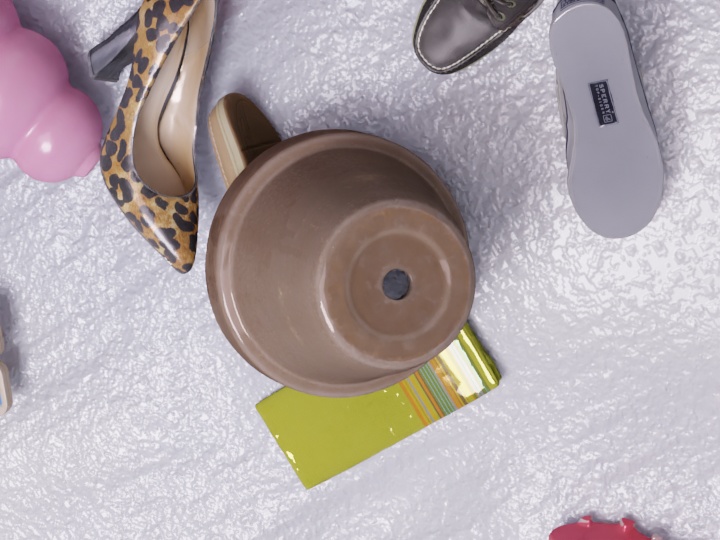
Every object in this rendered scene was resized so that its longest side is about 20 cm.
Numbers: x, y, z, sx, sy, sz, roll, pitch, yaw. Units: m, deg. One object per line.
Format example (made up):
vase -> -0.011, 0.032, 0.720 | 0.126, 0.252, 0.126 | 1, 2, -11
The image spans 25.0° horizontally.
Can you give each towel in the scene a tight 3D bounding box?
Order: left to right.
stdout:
towel -> 0.013, 0.098, 1.309 | 0.199, 0.018, 0.087 | -31, 91, 24

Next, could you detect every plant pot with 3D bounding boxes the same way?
plant pot -> 0.000, 0.000, 1.151 | 0.198, 0.174, 0.203 | -1, 95, -15

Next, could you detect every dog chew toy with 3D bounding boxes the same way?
dog chew toy -> -0.285, -0.146, 1.267 | 0.199, 0.125, 0.125 | 39, 114, -7

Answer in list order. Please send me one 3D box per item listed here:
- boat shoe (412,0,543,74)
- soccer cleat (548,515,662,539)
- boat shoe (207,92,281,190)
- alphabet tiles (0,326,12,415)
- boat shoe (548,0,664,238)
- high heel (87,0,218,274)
boat shoe -> 0.104, -0.215, 1.149 | 0.072, 0.066, 0.201 | 46, 114, -2
soccer cleat -> 0.239, 0.249, 1.263 | 0.198, 0.067, 0.077 | 12, 115, 10
boat shoe -> -0.081, -0.036, 1.261 | 0.064, 0.071, 0.202 | -17, 97, 29
alphabet tiles -> -0.392, 0.075, 1.390 | 0.198, 0.015, 0.198 | -1, 107, 18
boat shoe -> 0.172, -0.117, 1.161 | 0.071, 0.066, 0.201 | -11, 125, 16
high heel -> -0.134, -0.110, 1.220 | 0.142, 0.071, 0.202 | -28, 78, 42
